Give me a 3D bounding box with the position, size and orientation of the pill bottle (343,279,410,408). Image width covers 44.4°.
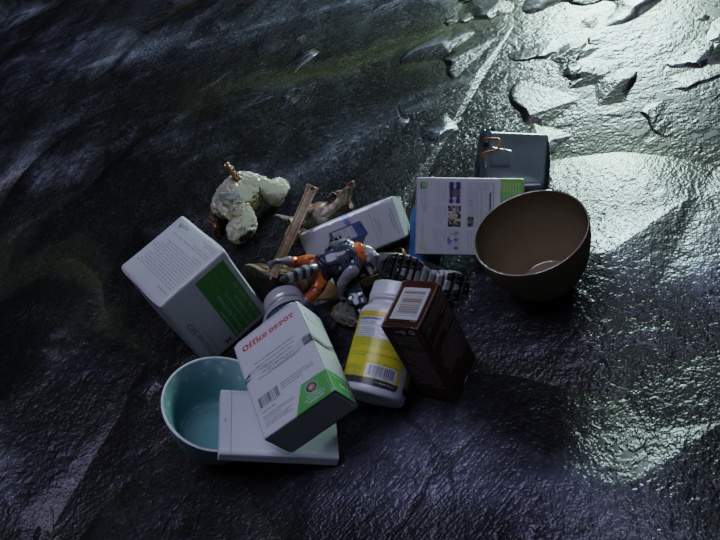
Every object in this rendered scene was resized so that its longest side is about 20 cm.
[{"bbox_3d":[0.044,0.125,1.517,0.114,0.114,0.200,5,70,33],"label":"pill bottle"}]

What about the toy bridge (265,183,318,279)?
[{"bbox_3d":[-0.132,-0.072,1.706,0.067,0.027,0.200,-119,54,-83],"label":"toy bridge"}]

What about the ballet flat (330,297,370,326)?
[{"bbox_3d":[0.018,0.075,1.662,0.200,0.064,0.076,10,53,37],"label":"ballet flat"}]

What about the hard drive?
[{"bbox_3d":[-0.140,0.266,1.503,0.200,0.027,0.132,6,43,-13],"label":"hard drive"}]

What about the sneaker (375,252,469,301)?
[{"bbox_3d":[0.098,0.010,1.611,0.090,0.200,0.067,18,92,58],"label":"sneaker"}]

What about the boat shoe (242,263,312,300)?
[{"bbox_3d":[-0.170,0.023,1.827,0.074,0.076,0.200,-20,22,-34],"label":"boat shoe"}]

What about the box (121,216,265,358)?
[{"bbox_3d":[-0.337,0.039,1.799,0.171,0.199,0.200,-41,42,-13],"label":"box"}]

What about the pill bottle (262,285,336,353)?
[{"bbox_3d":[-0.121,0.119,1.660,0.111,0.111,0.200,-29,41,1],"label":"pill bottle"}]

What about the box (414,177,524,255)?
[{"bbox_3d":[0.201,-0.099,1.636,0.200,0.145,0.036,2,5,3],"label":"box"}]

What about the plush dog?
[{"bbox_3d":[-0.289,-0.167,2.043,0.200,0.160,0.172,-51,19,-26],"label":"plush dog"}]

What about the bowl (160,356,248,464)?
[{"bbox_3d":[-0.255,0.262,1.566,0.200,0.105,0.201,8,45,-8],"label":"bowl"}]

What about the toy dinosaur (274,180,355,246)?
[{"bbox_3d":[-0.088,-0.124,1.916,0.200,0.086,0.136,-3,38,45],"label":"toy dinosaur"}]

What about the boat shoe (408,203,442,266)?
[{"bbox_3d":[0.136,-0.073,1.744,0.084,0.069,0.200,-12,47,39],"label":"boat shoe"}]

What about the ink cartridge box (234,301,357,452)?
[{"bbox_3d":[-0.110,0.174,1.473,0.146,0.084,0.200,-36,50,13],"label":"ink cartridge box"}]

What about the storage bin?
[{"bbox_3d":[0.298,-0.195,1.727,0.134,0.146,0.200,-1,48,16],"label":"storage bin"}]

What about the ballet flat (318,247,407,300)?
[{"bbox_3d":[0.000,0.000,1.716,0.200,0.063,0.069,-18,43,-7],"label":"ballet flat"}]

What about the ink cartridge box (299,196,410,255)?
[{"bbox_3d":[-0.007,-0.074,1.761,0.200,0.088,0.145,-20,2,9],"label":"ink cartridge box"}]

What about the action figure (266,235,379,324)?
[{"bbox_3d":[-0.047,0.016,1.607,0.193,0.105,0.200,-25,64,-11],"label":"action figure"}]

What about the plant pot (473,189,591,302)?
[{"bbox_3d":[0.311,-0.024,1.536,0.200,0.135,0.201,-16,43,16],"label":"plant pot"}]

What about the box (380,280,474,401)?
[{"bbox_3d":[0.115,0.117,1.458,0.075,0.200,0.100,2,49,34],"label":"box"}]
